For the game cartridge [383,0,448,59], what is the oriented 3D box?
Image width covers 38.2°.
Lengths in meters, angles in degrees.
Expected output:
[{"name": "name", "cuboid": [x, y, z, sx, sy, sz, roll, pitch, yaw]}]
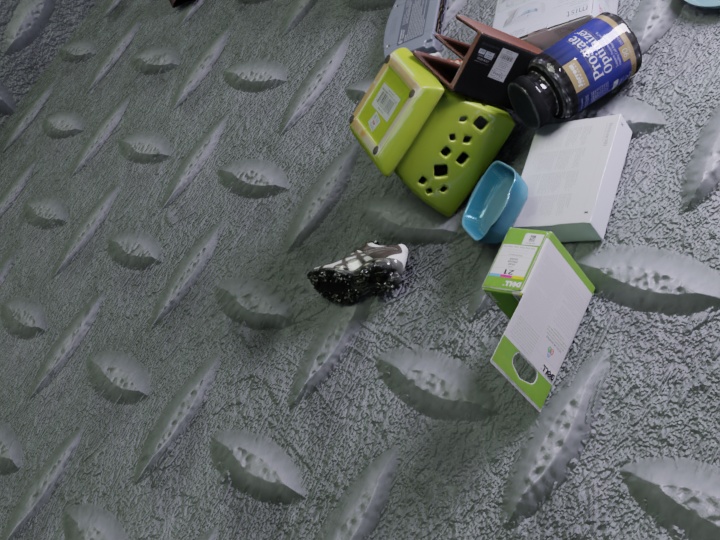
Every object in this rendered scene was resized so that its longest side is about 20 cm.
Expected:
[{"name": "game cartridge", "cuboid": [0.110, -0.499, 2.104, 0.132, 0.041, 0.202, -11, 51, 32]}]

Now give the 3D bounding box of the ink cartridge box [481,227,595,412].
[{"name": "ink cartridge box", "cuboid": [0.227, 0.066, 1.425, 0.075, 0.148, 0.202, 9, 64, 46]}]

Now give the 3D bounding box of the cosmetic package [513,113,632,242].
[{"name": "cosmetic package", "cuboid": [0.319, -0.138, 1.591, 0.149, 0.052, 0.202, -4, 55, 44]}]

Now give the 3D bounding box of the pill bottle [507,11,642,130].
[{"name": "pill bottle", "cuboid": [0.335, -0.310, 1.640, 0.199, 0.113, 0.112, -34, 38, -9]}]

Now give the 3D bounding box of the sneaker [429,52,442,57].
[{"name": "sneaker", "cuboid": [0.118, -0.338, 1.934, 0.085, 0.075, 0.202, -13, 51, 25]}]

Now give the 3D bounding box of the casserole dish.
[{"name": "casserole dish", "cuboid": [0.211, -0.103, 1.613, 0.122, 0.038, 0.200, -62, 10, 9]}]

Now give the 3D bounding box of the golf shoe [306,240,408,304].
[{"name": "golf shoe", "cuboid": [0.000, 0.000, 1.764, 0.198, 0.078, 0.095, -5, 37, 38]}]

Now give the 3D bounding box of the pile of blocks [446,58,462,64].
[{"name": "pile of blocks", "cuboid": [0.151, -0.344, 1.873, 0.196, 0.083, 0.063, -6, 58, -3]}]

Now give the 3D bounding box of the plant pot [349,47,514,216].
[{"name": "plant pot", "cuboid": [0.104, -0.244, 1.736, 0.200, 0.180, 0.201, -56, 35, 19]}]

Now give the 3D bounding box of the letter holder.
[{"name": "letter holder", "cuboid": [0.203, -0.348, 1.700, 0.142, 0.198, 0.101, 49, 120, 42]}]

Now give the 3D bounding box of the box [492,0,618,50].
[{"name": "box", "cuboid": [0.336, -0.443, 1.799, 0.198, 0.097, 0.179, -13, 50, 35]}]

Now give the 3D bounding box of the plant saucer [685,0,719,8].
[{"name": "plant saucer", "cuboid": [0.599, -0.489, 1.653, 0.198, 0.027, 0.202, -24, 45, 26]}]

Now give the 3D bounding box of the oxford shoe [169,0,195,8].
[{"name": "oxford shoe", "cuboid": [-0.440, -0.775, 2.833, 0.198, 0.071, 0.074, -16, 76, 29]}]
